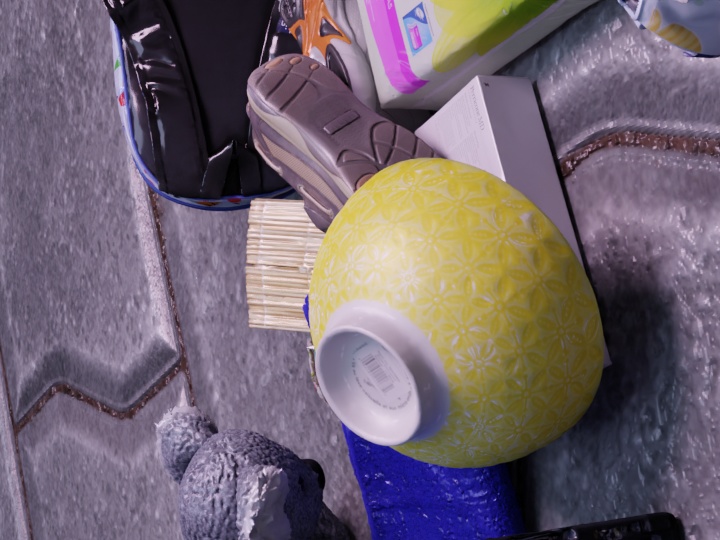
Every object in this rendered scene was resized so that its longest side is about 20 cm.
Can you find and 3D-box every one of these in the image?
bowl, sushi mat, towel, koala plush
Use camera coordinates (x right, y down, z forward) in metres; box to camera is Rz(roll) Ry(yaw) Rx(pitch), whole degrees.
[{"bbox_3d":[0.035,0.044,1.063,0.199,0.107,0.202,22,129,31],"label":"bowl"},{"bbox_3d":[0.000,0.000,1.270,0.198,0.012,0.097,4,95,32],"label":"sushi mat"},{"bbox_3d":[0.031,0.102,1.212,0.147,0.049,0.202,-8,104,55],"label":"towel"},{"bbox_3d":[-0.076,0.200,1.277,0.177,0.183,0.202,36,148,51],"label":"koala plush"}]

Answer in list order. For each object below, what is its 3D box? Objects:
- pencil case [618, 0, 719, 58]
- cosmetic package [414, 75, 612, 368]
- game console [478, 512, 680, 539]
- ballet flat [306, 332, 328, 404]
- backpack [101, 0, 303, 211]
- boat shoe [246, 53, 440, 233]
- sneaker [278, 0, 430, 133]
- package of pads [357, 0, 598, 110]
[{"bbox_3d":[0.209,-0.202,0.910,0.200,0.090,0.084,-54,48,46],"label":"pencil case"},{"bbox_3d":[0.098,-0.018,1.150,0.082,0.050,0.202,-39,59,53],"label":"cosmetic package"},{"bbox_3d":[0.101,0.212,1.016,0.170,0.198,0.120,-35,63,55],"label":"game console"},{"bbox_3d":[-0.003,0.001,1.326,0.064,0.075,0.203,-89,3,-87],"label":"ballet flat"},{"bbox_3d":[-0.107,-0.142,1.362,0.154,0.197,0.193,95,173,-80],"label":"backpack"},{"bbox_3d":[-0.001,-0.061,1.179,0.200,0.074,0.074,47,148,23],"label":"boat shoe"},{"bbox_3d":[-0.003,-0.182,1.270,0.075,0.091,0.203,-26,69,51],"label":"sneaker"},{"bbox_3d":[0.071,-0.215,1.161,0.199,0.068,0.156,-30,67,52],"label":"package of pads"}]
